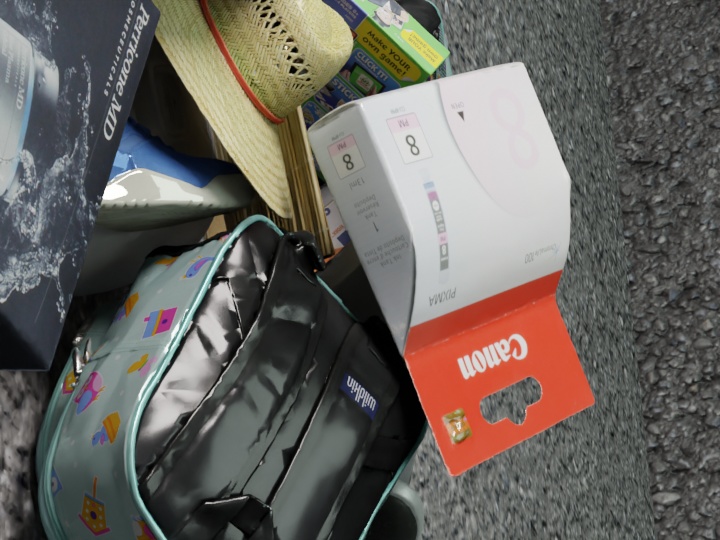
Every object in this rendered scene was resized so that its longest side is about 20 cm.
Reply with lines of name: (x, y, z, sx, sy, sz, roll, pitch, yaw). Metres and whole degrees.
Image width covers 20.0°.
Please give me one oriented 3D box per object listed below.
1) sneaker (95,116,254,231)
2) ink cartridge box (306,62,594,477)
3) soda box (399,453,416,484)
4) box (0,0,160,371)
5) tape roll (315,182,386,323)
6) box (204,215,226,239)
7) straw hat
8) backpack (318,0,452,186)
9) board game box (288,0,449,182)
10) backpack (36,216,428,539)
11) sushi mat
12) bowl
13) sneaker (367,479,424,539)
sneaker: (-0.141, -0.080, 1.050, 0.200, 0.077, 0.112, -1, 80, -39)
ink cartridge box: (0.069, -0.007, 1.122, 0.162, 0.057, 0.200, -19, 82, -52)
soda box: (0.000, 0.110, 1.394, 0.064, 0.068, 0.200, -105, -161, -50)
box: (-0.192, -0.090, 0.845, 0.200, 0.117, 0.197, 59, 37, -52)
tape roll: (0.000, 0.000, 1.240, 0.066, 0.200, 0.200, 47, 25, -15)
box: (-0.066, 0.086, 1.359, 0.164, 0.021, 0.200, 68, 10, -54)
straw hat: (-0.051, -0.126, 1.113, 0.201, 0.085, 0.201, 58, 5, -8)
backpack: (-0.007, -0.091, 1.481, 0.153, 0.175, 0.200, -50, 132, -66)
board game box: (-0.057, -0.161, 1.266, 0.200, 0.135, 0.029, 43, 49, -4)
backpack: (-0.077, 0.097, 1.060, 0.176, 0.153, 0.200, 50, 39, -27)
sushi mat: (-0.064, -0.089, 1.220, 0.012, 0.096, 0.200, -5, 78, -41)
bowl: (-0.143, -0.092, 1.180, 0.200, 0.074, 0.200, -16, 93, -76)
sneaker: (-0.022, 0.211, 1.249, 0.071, 0.200, 0.099, 27, 41, -11)
